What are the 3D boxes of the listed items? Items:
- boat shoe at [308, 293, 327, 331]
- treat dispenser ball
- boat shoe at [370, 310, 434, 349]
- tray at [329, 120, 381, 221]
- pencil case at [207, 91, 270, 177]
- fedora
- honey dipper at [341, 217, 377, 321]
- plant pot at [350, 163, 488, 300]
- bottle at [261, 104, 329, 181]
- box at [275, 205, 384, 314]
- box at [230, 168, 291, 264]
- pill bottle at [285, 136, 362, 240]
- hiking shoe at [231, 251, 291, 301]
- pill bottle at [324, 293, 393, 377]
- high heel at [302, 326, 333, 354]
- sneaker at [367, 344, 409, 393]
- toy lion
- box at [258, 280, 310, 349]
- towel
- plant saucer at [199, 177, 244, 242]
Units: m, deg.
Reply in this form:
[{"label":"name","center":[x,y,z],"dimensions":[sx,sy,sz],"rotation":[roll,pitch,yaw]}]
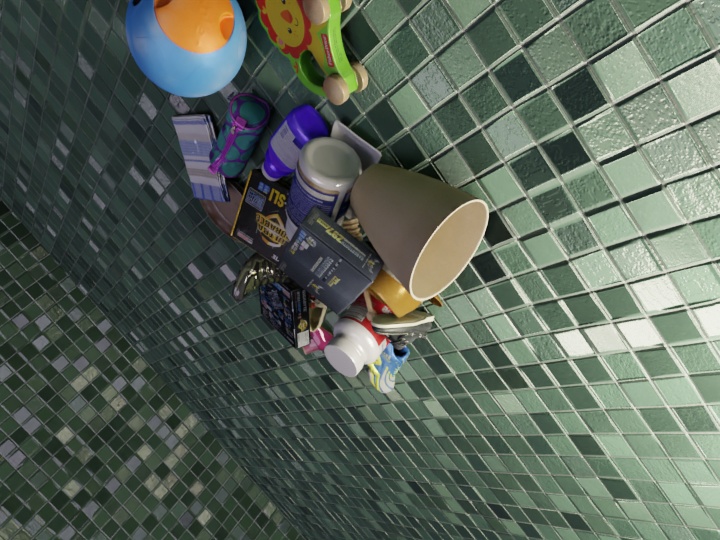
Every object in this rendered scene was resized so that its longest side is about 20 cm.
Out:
[{"label":"boat shoe","center":[-0.110,0.069,1.405],"dimensions":[0.069,0.064,0.202],"rotation":[13,142,4]},{"label":"treat dispenser ball","center":[-0.292,-0.400,0.990],"dimensions":[0.198,0.201,0.204],"rotation":[27,143,23]},{"label":"boat shoe","center":[0.082,0.121,1.155],"dimensions":[0.073,0.198,0.068],"rotation":[13,98,28]},{"label":"tray","center":[-0.021,-0.183,1.097],"dimensions":[0.107,0.022,0.201],"rotation":[38,146,11]},{"label":"pencil case","center":[-0.249,-0.269,1.182],"dimensions":[0.085,0.093,0.200],"rotation":[45,147,-3]},{"label":"fedora","center":[0.064,0.030,1.106],"dimensions":[0.200,0.082,0.201],"rotation":[40,180,0]},{"label":"honey dipper","center":[0.000,0.000,1.150],"dimensions":[0.038,0.037,0.205],"rotation":[-6,99,49]},{"label":"plant pot","center":[0.080,-0.088,0.978],"dimensions":[0.200,0.186,0.190],"rotation":[42,149,29]},{"label":"bottle","center":[-0.134,-0.234,1.121],"dimensions":[0.084,0.065,0.199],"rotation":[50,146,-6]},{"label":"box","center":[-0.061,-0.011,1.055],"dimensions":[0.157,0.051,0.200],"rotation":[37,152,-5]},{"label":"box","center":[-0.171,-0.101,1.250],"dimensions":[0.198,0.049,0.162],"rotation":[31,110,19]},{"label":"pill bottle","center":[-0.075,-0.133,1.073],"dimensions":[0.115,0.116,0.201],"rotation":[37,141,9]},{"label":"hiking shoe","center":[-0.205,0.001,1.326],"dimensions":[0.100,0.201,0.076],"rotation":[38,161,3]},{"label":"pill bottle","center":[0.015,0.118,1.218],"dimensions":[0.111,0.200,0.114],"rotation":[27,144,22]},{"label":"high heel","center":[-0.132,0.114,1.524],"dimensions":[0.068,0.094,0.204],"rotation":[-102,-7,-74]},{"label":"sneaker","center":[0.069,0.222,1.384],"dimensions":[0.103,0.076,0.203],"rotation":[12,134,37]},{"label":"toy lion","center":[-0.090,-0.380,0.933],"dimensions":[0.189,0.068,0.203],"rotation":[24,142,39]},{"label":"box","center":[-0.191,0.075,1.439],"dimensions":[0.199,0.045,0.163],"rotation":[34,133,48]},{"label":"towel","center":[-0.366,-0.257,1.342],"dimensions":[0.145,0.024,0.205],"rotation":[13,122,39]},{"label":"plant saucer","center":[-0.318,-0.157,1.427],"dimensions":[0.198,0.032,0.203],"rotation":[29,143,24]}]
